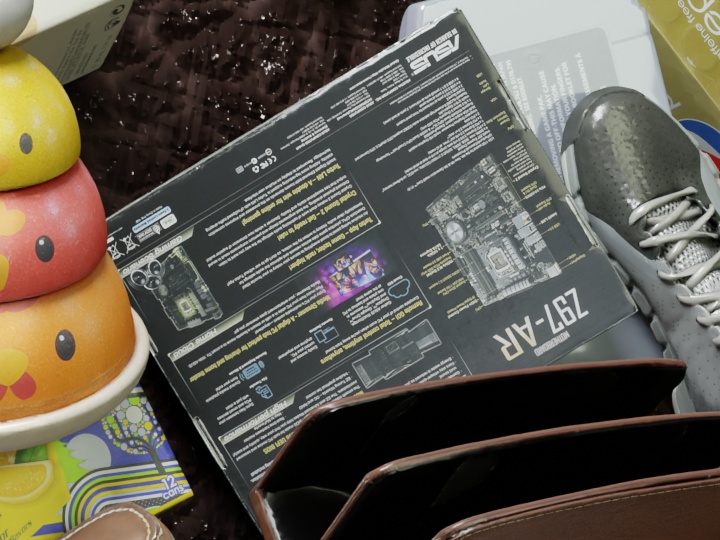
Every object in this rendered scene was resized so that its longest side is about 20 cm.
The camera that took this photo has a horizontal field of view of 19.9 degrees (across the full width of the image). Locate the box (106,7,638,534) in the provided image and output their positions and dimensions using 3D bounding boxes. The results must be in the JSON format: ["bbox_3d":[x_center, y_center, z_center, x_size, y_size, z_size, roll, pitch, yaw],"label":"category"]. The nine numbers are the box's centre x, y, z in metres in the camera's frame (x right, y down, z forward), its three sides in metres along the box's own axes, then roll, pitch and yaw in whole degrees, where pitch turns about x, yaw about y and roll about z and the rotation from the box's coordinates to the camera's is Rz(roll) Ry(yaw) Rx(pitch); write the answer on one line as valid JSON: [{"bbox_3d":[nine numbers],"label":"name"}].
[{"bbox_3d":[0.000,0.000,0.933,0.200,0.044,0.160,-32,92,2],"label":"box"}]

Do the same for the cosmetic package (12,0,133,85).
[{"bbox_3d":[-0.208,-0.106,0.881,0.200,0.071,0.105,-32,79,-34],"label":"cosmetic package"}]

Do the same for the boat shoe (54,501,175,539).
[{"bbox_3d":[-0.151,0.152,0.777,0.200,0.076,0.072,-41,128,-26],"label":"boat shoe"}]

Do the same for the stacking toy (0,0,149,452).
[{"bbox_3d":[-0.158,-0.040,0.812,0.146,0.146,0.200,-17,122,-33],"label":"stacking toy"}]

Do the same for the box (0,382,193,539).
[{"bbox_3d":[-0.175,0.109,0.850,0.200,0.064,0.070,-25,88,-33],"label":"box"}]

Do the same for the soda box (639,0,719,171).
[{"bbox_3d":[0.185,-0.107,1.127,0.200,0.064,0.068,50,58,-7],"label":"soda box"}]

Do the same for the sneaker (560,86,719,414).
[{"bbox_3d":[0.168,0.004,0.932,0.075,0.115,0.200,-30,99,-14],"label":"sneaker"}]

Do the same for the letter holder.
[{"bbox_3d":[0.079,0.089,0.865,0.200,0.142,0.101,-5,56,-30],"label":"letter holder"}]

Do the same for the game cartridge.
[{"bbox_3d":[0.091,-0.041,0.987,0.133,0.040,0.200,-16,94,-19],"label":"game cartridge"}]
